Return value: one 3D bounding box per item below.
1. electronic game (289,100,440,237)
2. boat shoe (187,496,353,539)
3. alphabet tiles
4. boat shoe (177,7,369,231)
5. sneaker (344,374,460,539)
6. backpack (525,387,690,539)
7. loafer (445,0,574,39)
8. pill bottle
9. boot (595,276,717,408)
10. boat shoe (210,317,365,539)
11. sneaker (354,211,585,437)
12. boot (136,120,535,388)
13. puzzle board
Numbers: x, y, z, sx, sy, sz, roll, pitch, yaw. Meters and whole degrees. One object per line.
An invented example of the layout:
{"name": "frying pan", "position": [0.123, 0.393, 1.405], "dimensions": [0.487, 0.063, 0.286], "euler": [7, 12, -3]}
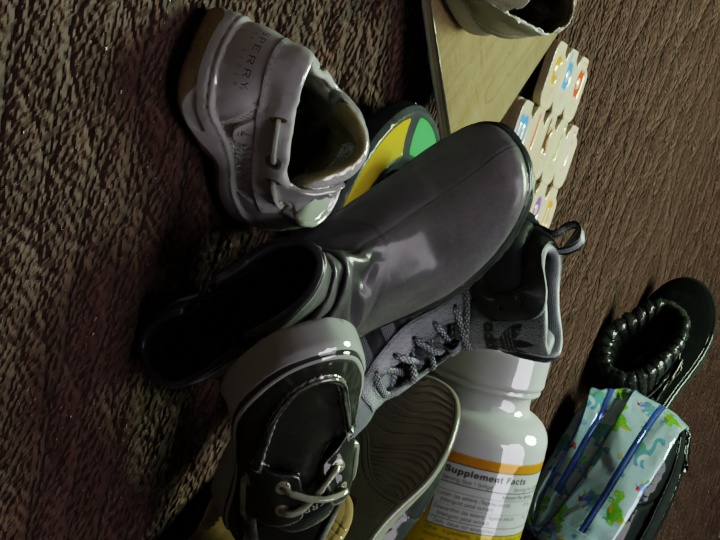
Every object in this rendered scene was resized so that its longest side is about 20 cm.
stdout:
{"name": "electronic game", "position": [0.000, 0.000, 1.264], "dimensions": [0.200, 0.041, 0.201], "euler": [19, 90, -73]}
{"name": "boat shoe", "position": [-0.068, 0.164, 1.200], "dimensions": [0.069, 0.074, 0.200], "euler": [-58, 170, 28]}
{"name": "alphabet tiles", "position": [0.120, -0.068, 1.607], "dimensions": [0.200, 0.015, 0.197], "euler": [9, 100, -73]}
{"name": "boat shoe", "position": [-0.030, -0.059, 1.061], "dimensions": [0.200, 0.069, 0.071], "euler": [53, 55, -71]}
{"name": "sneaker", "position": [-0.005, 0.161, 1.389], "dimensions": [0.200, 0.075, 0.106], "euler": [-54, 162, -21]}
{"name": "backpack", "position": [0.226, 0.207, 2.043], "dimensions": [0.200, 0.154, 0.163], "euler": [-46, 158, -2]}
{"name": "loafer", "position": [0.069, -0.184, 1.207], "dimensions": [0.200, 0.068, 0.076], "euler": [37, 68, -63]}
{"name": "pill bottle", "position": [0.061, 0.140, 1.482], "dimensions": [0.111, 0.111, 0.201], "euler": [-12, 119, -70]}
{"name": "boot", "position": [0.294, 0.061, 2.170], "dimensions": [0.158, 0.079, 0.212], "euler": [82, 32, -56]}
{"name": "boat shoe", "position": [-0.029, 0.092, 1.082], "dimensions": [0.070, 0.064, 0.200], "euler": [-15, 152, -17]}
{"name": "sneaker", "position": [0.042, 0.035, 1.188], "dimensions": [0.200, 0.113, 0.076], "euler": [-58, 154, -19]}
{"name": "boot", "position": [-0.006, -0.002, 1.070], "dimensions": [0.200, 0.070, 0.132], "euler": [-41, 167, 9]}
{"name": "puzzle board", "position": [0.083, -0.172, 1.346], "dimensions": [0.200, 0.017, 0.151], "euler": [-56, 147, -41]}
